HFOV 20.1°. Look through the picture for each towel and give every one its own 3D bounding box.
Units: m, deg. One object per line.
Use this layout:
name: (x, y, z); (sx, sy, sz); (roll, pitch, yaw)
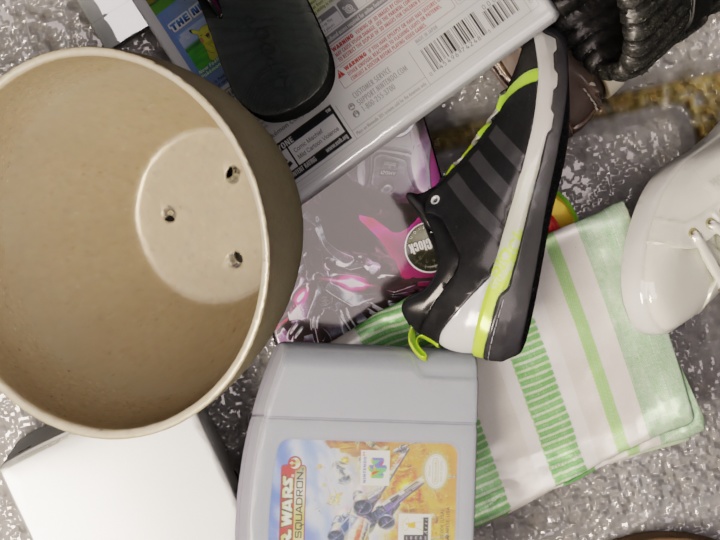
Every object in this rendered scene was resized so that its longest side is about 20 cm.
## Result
towel: (0.087, 0.068, 1.179); (0.198, 0.023, 0.154); (-23, 109, -1)

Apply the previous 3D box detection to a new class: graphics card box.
graphics card box: (0.000, 0.000, 1.206); (0.124, 0.051, 0.202); (-16, 93, -3)

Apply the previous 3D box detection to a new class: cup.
cup: (-0.108, -0.022, 1.097); (0.198, 0.143, 0.202); (4, 99, 24)

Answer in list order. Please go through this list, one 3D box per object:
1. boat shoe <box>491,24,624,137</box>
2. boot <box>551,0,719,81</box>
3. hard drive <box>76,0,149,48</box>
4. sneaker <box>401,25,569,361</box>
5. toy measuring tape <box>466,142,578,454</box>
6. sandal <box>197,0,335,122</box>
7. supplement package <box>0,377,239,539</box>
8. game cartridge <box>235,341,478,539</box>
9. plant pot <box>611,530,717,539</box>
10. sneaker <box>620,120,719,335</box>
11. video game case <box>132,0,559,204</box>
boat shoe: (0.067, -0.159, 1.194); (0.200, 0.072, 0.060); (44, 86, -10)
boot: (0.159, -0.229, 1.160); (0.157, 0.079, 0.213); (-27, 95, -28)
hard drive: (-0.145, -0.250, 1.196); (0.131, 0.026, 0.201); (-31, 95, -2)
sneaker: (0.067, -0.047, 1.128); (0.082, 0.072, 0.202); (10, 75, 9)
toy measuring tape: (0.106, 0.016, 1.207); (0.073, 0.074, 0.202); (-16, 98, -3)
sandal: (-0.073, -0.176, 1.112); (0.075, 0.048, 0.201); (-32, 69, 5)
supplement package: (-0.112, 0.170, 1.174); (0.116, 0.117, 0.201); (-25, 95, -2)
game cartridge: (-0.002, 0.142, 1.120); (0.132, 0.041, 0.202); (3, 86, -21)
plant pot: (0.189, 0.262, 1.211); (0.199, 0.093, 0.203); (0, 92, -4)
sneaker: (0.223, -0.043, 1.161); (0.200, 0.084, 0.073); (-51, 123, -26)
video game case: (-0.018, -0.160, 1.147); (0.199, 0.022, 0.183); (-35, 83, 13)
